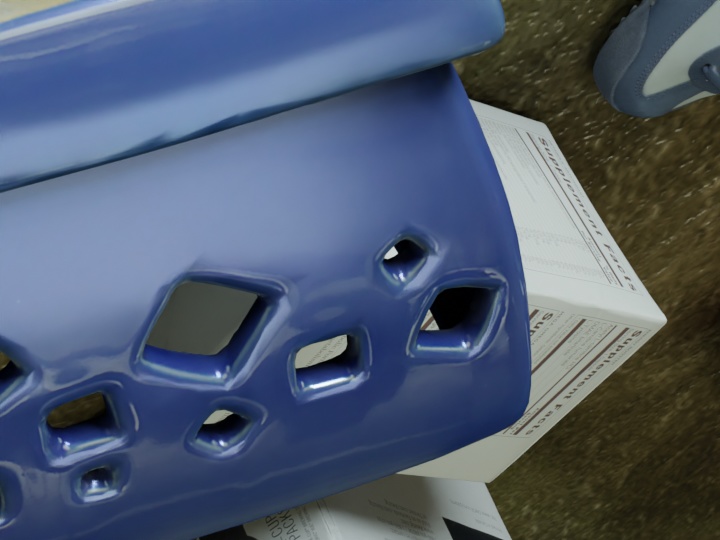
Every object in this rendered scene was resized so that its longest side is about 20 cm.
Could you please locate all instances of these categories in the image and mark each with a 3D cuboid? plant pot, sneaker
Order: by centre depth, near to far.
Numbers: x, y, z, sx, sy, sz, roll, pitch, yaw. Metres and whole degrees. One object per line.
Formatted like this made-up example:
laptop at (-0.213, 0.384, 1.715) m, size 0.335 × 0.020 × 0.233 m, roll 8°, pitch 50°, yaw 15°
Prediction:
plant pot at (-0.074, -0.054, 0.533) m, size 0.199 × 0.200 × 0.180 m, roll -17°, pitch 142°, yaw -15°
sneaker at (0.181, -0.097, 0.754) m, size 0.200 × 0.082 × 0.070 m, roll -31°, pitch 156°, yaw 28°

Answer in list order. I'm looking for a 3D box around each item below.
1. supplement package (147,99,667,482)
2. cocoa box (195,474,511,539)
supplement package at (0.000, 0.000, 0.745) m, size 0.200 × 0.114 × 0.110 m, roll 13°, pitch 131°, yaw -47°
cocoa box at (-0.028, 0.133, 0.907) m, size 0.131 × 0.134 × 0.200 m, roll -36°, pitch 149°, yaw 17°
